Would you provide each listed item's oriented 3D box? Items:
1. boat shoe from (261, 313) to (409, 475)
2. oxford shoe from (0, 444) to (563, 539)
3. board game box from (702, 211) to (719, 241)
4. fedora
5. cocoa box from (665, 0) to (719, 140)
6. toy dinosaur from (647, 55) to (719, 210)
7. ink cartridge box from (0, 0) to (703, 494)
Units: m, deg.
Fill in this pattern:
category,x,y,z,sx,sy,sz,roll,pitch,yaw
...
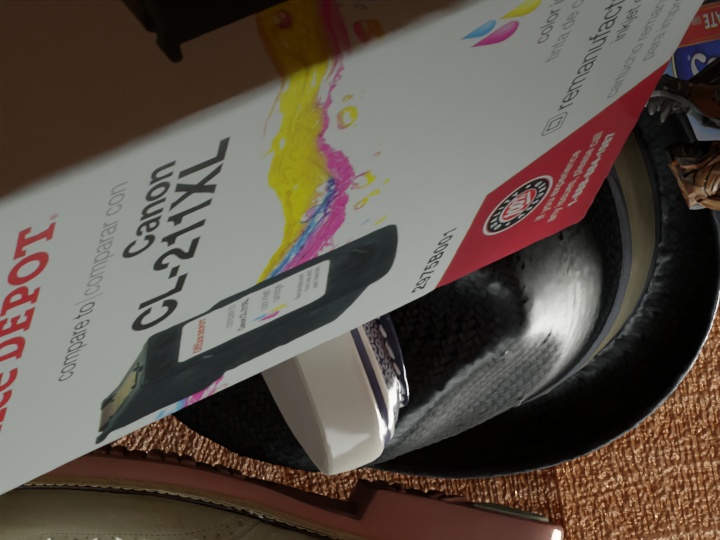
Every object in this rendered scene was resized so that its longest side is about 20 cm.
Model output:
category,x,y,z,sx,sy,sz,roll,pitch,yaw
boat shoe,-0.003,-0.050,0.778,0.092,0.201,0.075,-17,159,-9
oxford shoe,-0.043,0.092,0.876,0.199,0.074,0.071,9,179,3
board game box,0.222,0.024,0.816,0.198,0.041,0.200,10,-161,-22
fedora,0.000,0.000,0.862,0.200,0.202,0.092,-9,-156,31
cocoa box,0.190,-0.110,0.926,0.133,0.132,0.200,-11,-178,-27
toy dinosaur,0.162,-0.090,0.774,0.199,0.136,0.102,-27,179,-16
ink cartridge box,-0.031,-0.040,0.645,0.199,0.083,0.146,-25,159,-26
